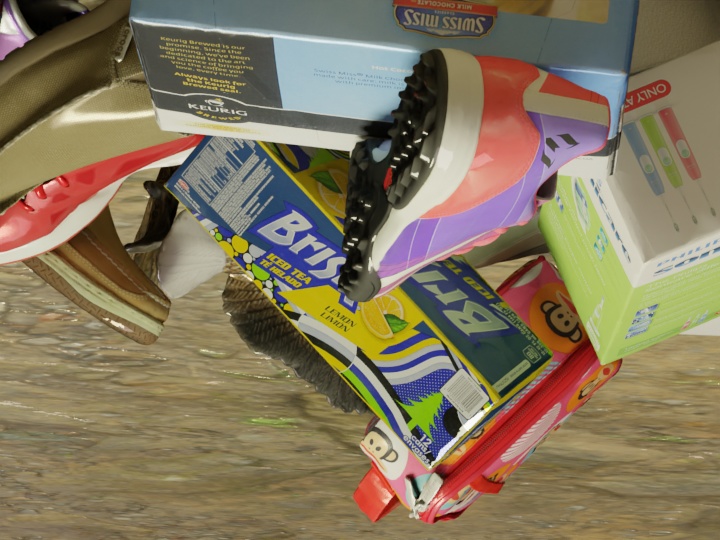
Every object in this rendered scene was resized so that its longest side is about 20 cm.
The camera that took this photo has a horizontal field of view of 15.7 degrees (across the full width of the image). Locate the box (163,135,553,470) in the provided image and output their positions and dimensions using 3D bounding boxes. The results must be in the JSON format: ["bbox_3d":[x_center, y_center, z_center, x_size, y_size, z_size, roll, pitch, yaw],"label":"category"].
[{"bbox_3d":[0.000,0.000,1.321,0.064,0.200,0.070,-47,172,34],"label":"box"}]

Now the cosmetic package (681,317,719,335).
[{"bbox_3d":[0.241,-0.005,1.491,0.199,0.083,0.051,2,166,20],"label":"cosmetic package"}]

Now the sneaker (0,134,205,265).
[{"bbox_3d":[-0.154,-0.074,1.350,0.200,0.079,0.116,-30,162,7],"label":"sneaker"}]

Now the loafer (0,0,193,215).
[{"bbox_3d":[-0.112,-0.084,1.211,0.200,0.068,0.076,-39,164,4],"label":"loafer"}]

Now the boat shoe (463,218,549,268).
[{"bbox_3d":[0.123,-0.050,1.435,0.200,0.070,0.071,-19,177,41],"label":"boat shoe"}]

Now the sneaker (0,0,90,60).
[{"bbox_3d":[-0.190,-0.107,1.361,0.114,0.073,0.201,3,164,5],"label":"sneaker"}]

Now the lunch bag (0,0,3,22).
[{"bbox_3d":[-0.250,-0.124,1.220,0.160,0.077,0.200,13,139,-2],"label":"lunch bag"}]

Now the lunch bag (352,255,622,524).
[{"bbox_3d":[0.066,0.079,1.488,0.082,0.176,0.200,47,-178,8],"label":"lunch bag"}]

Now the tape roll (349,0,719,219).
[{"bbox_3d":[0.091,-0.070,1.252,0.202,0.037,0.203,-21,167,-5],"label":"tape roll"}]

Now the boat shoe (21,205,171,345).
[{"bbox_3d":[-0.169,-0.039,1.450,0.200,0.076,0.072,38,175,24],"label":"boat shoe"}]

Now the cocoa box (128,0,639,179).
[{"bbox_3d":[0.016,-0.127,1.074,0.199,0.134,0.131,7,164,4],"label":"cocoa box"}]

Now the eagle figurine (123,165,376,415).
[{"bbox_3d":[-0.030,-0.016,1.516,0.199,0.151,0.152,19,153,-1],"label":"eagle figurine"}]

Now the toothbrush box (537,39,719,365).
[{"bbox_3d":[0.171,-0.040,1.233,0.145,0.086,0.200,-23,168,-6],"label":"toothbrush box"}]

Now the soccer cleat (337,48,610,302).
[{"bbox_3d":[0.038,-0.031,1.041,0.073,0.068,0.200,6,161,-11],"label":"soccer cleat"}]
